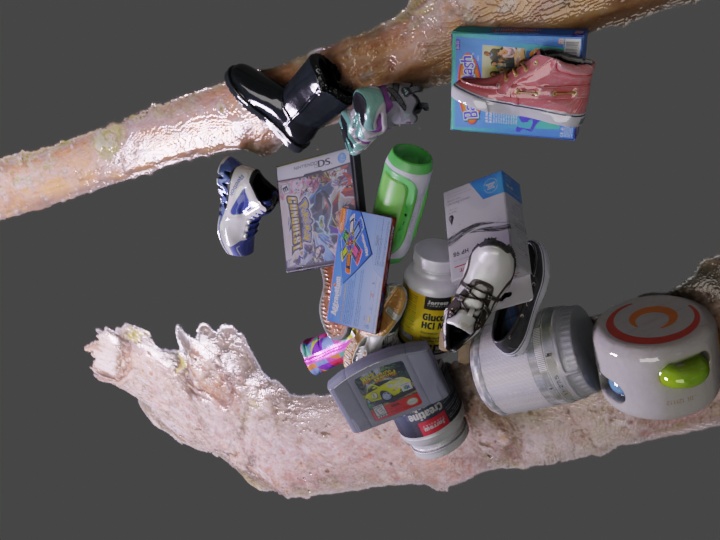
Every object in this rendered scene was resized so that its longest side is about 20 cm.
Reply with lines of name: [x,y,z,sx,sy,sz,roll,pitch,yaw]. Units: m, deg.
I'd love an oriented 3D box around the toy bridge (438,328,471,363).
toy bridge: [0.190,0.133,1.274,0.027,0.069,0.199,-6,156,28]

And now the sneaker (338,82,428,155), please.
sneaker: [0.046,-0.253,1.165,0.200,0.137,0.079,161,92,-75]

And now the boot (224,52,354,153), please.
boot: [-0.121,-0.321,1.220,0.200,0.077,0.168,44,132,-10]

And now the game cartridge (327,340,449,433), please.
game cartridge: [0.048,0.204,1.258,0.197,0.041,0.135,-24,115,9]

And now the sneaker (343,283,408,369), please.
sneaker: [0.039,0.105,1.282,0.076,0.087,0.202,46,121,31]

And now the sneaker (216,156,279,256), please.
sneaker: [-0.216,-0.116,1.387,0.113,0.081,0.203,13,121,23]

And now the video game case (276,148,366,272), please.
video game case: [-0.071,-0.108,1.294,0.178,0.025,0.205,-9,85,31]

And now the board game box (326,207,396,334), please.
board game box: [0.000,0.000,1.228,0.101,0.019,0.205,13,101,25]

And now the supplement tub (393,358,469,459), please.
supplement tub: [0.119,0.247,1.376,0.138,0.140,0.203,-16,108,34]

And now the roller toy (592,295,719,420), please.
roller toy: [0.463,0.137,1.105,0.180,0.200,0.142,1,118,38]

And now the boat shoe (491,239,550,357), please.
boat shoe: [0.255,0.037,1.156,0.069,0.204,0.066,6,162,45]

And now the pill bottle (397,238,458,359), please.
pill bottle: [0.128,0.051,1.277,0.110,0.113,0.204,16,124,19]

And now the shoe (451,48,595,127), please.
shoe: [0.231,-0.273,1.012,0.196,0.072,0.093,15,122,14]

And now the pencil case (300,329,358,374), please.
pencil case: [-0.035,0.148,1.439,0.198,0.088,0.089,-28,102,37]

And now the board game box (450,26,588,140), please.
board game box: [0.236,-0.285,1.072,0.196,0.045,0.155,10,122,22]

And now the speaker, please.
speaker: [0.066,-0.114,1.235,0.087,0.089,0.203,25,126,13]

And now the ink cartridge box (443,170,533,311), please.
ink cartridge box: [0.205,-0.043,1.138,0.114,0.066,0.204,-18,63,34]

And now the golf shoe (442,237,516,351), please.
golf shoe: [0.177,0.045,1.068,0.076,0.095,0.202,22,131,6]

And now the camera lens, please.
camera lens: [0.298,0.155,1.216,0.197,0.160,0.162,-20,107,34]

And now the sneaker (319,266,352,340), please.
sneaker: [-0.032,0.034,1.321,0.070,0.080,0.205,-14,70,27]
